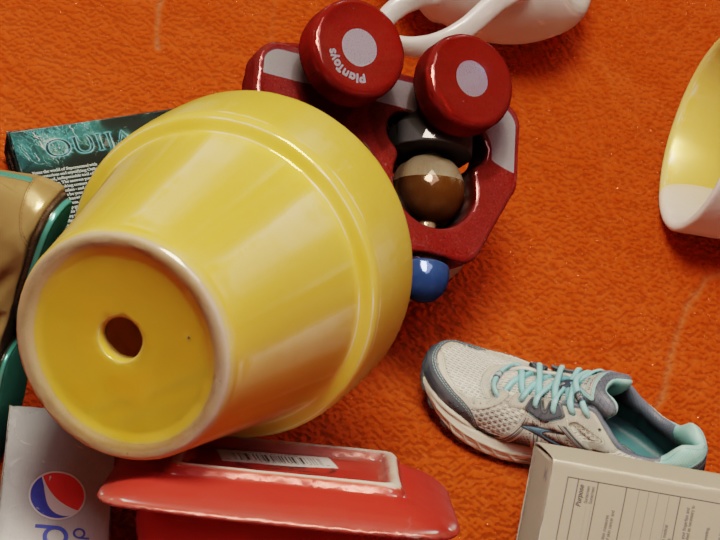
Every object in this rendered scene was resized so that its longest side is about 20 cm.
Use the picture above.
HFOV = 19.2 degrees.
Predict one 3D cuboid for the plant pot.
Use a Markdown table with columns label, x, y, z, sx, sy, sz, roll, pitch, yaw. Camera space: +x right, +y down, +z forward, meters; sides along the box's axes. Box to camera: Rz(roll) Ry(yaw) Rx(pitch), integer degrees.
| label | x | y | z | sx | sy | sz | roll | pitch | yaw |
| --- | --- | --- | --- | --- | --- | --- | --- | --- | --- |
| plant pot | -0.094 | 0.013 | 1.206 | 0.200 | 0.201 | 0.189 | 31 | 25 | 11 |

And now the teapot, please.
| label | x | y | z | sx | sy | sz | roll | pitch | yaw |
| --- | --- | --- | --- | --- | --- | --- | --- | --- | --- |
| teapot | 0.080 | -0.250 | 1.596 | 0.146 | 0.200 | 0.198 | -13 | 84 | 20 |

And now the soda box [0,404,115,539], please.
| label | x | y | z | sx | sy | sz | roll | pitch | yaw |
| --- | --- | --- | --- | --- | --- | --- | --- | --- | --- |
| soda box | -0.181 | 0.178 | 1.239 | 0.068 | 0.064 | 0.201 | 5 | 51 | -8 |

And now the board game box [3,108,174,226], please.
| label | x | y | z | sx | sy | sz | roll | pitch | yaw |
| --- | --- | --- | --- | --- | --- | --- | --- | --- | --- |
| board game box | -0.130 | -0.051 | 1.456 | 0.199 | 0.028 | 0.136 | -10 | 57 | -21 |

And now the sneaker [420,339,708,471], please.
| label | x | y | z | sx | sy | sz | roll | pitch | yaw |
| --- | --- | --- | --- | --- | --- | --- | --- | --- | --- |
| sneaker | 0.136 | 0.087 | 1.376 | 0.199 | 0.086 | 0.078 | 26 | 50 | 7 |

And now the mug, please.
| label | x | y | z | sx | sy | sz | roll | pitch | yaw |
| --- | --- | --- | --- | --- | --- | --- | --- | --- | --- |
| mug | 0.316 | -0.094 | 1.534 | 0.153 | 0.150 | 0.187 | 17 | 56 | -10 |

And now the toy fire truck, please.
| label | x | y | z | sx | sy | sz | roll | pitch | yaw |
| --- | --- | --- | --- | --- | --- | --- | --- | --- | --- |
| toy fire truck | 0.008 | -0.067 | 1.368 | 0.199 | 0.112 | 0.169 | 14 | 71 | -26 |

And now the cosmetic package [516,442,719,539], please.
| label | x | y | z | sx | sy | sz | roll | pitch | yaw |
| --- | --- | --- | --- | --- | --- | --- | --- | --- | --- |
| cosmetic package | 0.198 | 0.175 | 1.300 | 0.199 | 0.073 | 0.104 | 12 | 94 | -4 |

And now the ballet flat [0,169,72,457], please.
| label | x | y | z | sx | sy | sz | roll | pitch | yaw |
| --- | --- | --- | --- | --- | --- | --- | --- | --- | --- |
| ballet flat | -0.222 | 0.026 | 1.273 | 0.063 | 0.201 | 0.069 | 21 | 26 | 5 |

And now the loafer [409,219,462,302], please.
| label | x | y | z | sx | sy | sz | roll | pitch | yaw |
| --- | --- | --- | --- | --- | --- | --- | --- | --- | --- |
| loafer | 0.000 | 0.000 | 1.423 | 0.076 | 0.068 | 0.200 | 38 | 52 | 19 |

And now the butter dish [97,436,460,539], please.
| label | x | y | z | sx | sy | sz | roll | pitch | yaw |
| --- | --- | --- | --- | --- | --- | --- | --- | --- | --- |
| butter dish | -0.050 | 0.179 | 1.222 | 0.199 | 0.199 | 0.148 | 5 | 94 | -1 |
